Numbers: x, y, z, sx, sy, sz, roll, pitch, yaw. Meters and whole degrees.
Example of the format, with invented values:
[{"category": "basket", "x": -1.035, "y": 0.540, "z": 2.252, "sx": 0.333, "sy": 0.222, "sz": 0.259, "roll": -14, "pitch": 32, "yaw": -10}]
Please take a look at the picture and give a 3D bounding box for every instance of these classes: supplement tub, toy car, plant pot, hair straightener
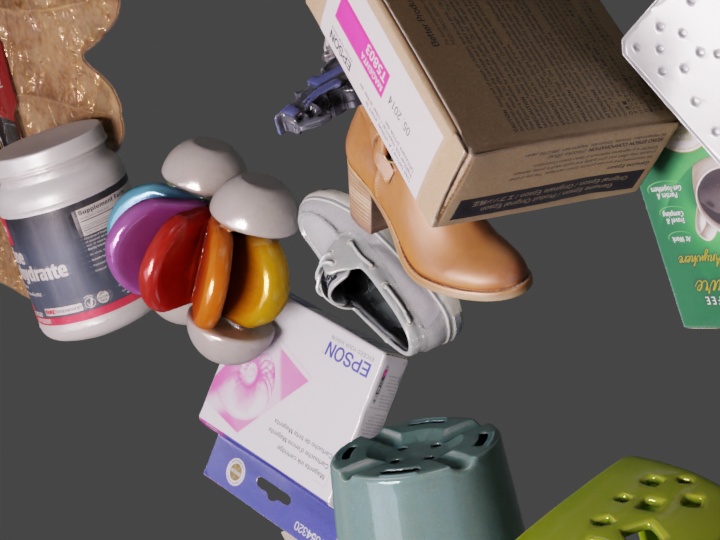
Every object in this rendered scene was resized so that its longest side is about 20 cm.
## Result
[{"category": "supplement tub", "x": -0.296, "y": -0.042, "z": 1.746, "sx": 0.140, "sy": 0.140, "sz": 0.202, "roll": 5, "pitch": 118, "yaw": 53}, {"category": "toy car", "x": -0.157, "y": -0.017, "z": 1.521, "sx": 0.200, "sy": 0.149, "sz": 0.177, "roll": 37, "pitch": 121, "yaw": 45}, {"category": "plant pot", "x": 0.226, "y": 0.266, "z": 1.188, "sx": 0.180, "sy": 0.199, "sz": 0.201, "roll": -1, "pitch": 113, "yaw": 46}, {"category": "plant pot", "x": 0.063, "y": 0.240, "z": 1.414, "sx": 0.199, "sy": 0.199, "sz": 0.199, "roll": 6, "pitch": 109, "yaw": 53}, {"category": "hair straightener", "x": -0.412, "y": -0.173, "z": 1.920, "sx": 0.077, "sy": 0.041, "sz": 0.202, "roll": 14, "pitch": 129, "yaw": 50}]

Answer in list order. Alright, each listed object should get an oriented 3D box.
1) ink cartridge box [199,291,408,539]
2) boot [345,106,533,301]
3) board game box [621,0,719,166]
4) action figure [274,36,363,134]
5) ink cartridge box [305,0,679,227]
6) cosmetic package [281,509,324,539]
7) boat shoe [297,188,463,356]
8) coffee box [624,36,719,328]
[{"category": "ink cartridge box", "x": -0.065, "y": 0.134, "z": 1.543, "sx": 0.195, "sy": 0.043, "sz": 0.202, "roll": 26, "pitch": 96, "yaw": 43}, {"category": "boot", "x": 0.058, "y": -0.076, "z": 1.287, "sx": 0.199, "sy": 0.073, "sz": 0.156, "roll": 32, "pitch": 133, "yaw": 35}, {"category": "board game box", "x": 0.271, "y": -0.120, "z": 0.943, "sx": 0.200, "sy": 0.026, "sz": 0.200, "roll": 50, "pitch": 134, "yaw": 9}, {"category": "action figure", "x": 0.034, "y": -0.118, "z": 1.187, "sx": 0.193, "sy": 0.199, "sz": 0.105, "roll": 40, "pitch": 154, "yaw": 29}, {"category": "ink cartridge box", "x": 0.079, "y": -0.134, "z": 1.056, "sx": 0.201, "sy": 0.163, "sz": 0.075, "roll": 63, "pitch": 148, "yaw": 28}, {"category": "cosmetic package", "x": 0.026, "y": 0.302, "z": 1.577, "sx": 0.201, "sy": 0.103, "sz": 0.087, "roll": 59, "pitch": 148, "yaw": 3}, {"category": "boat shoe", "x": 0.000, "y": 0.001, "z": 1.420, "sx": 0.200, "sy": 0.071, "sz": 0.071, "roll": 41, "pitch": 143, "yaw": 33}, {"category": "coffee box", "x": 0.233, "y": -0.061, "z": 1.072, "sx": 0.122, "sy": 0.044, "sz": 0.202, "roll": -5, "pitch": 108, "yaw": 55}]
